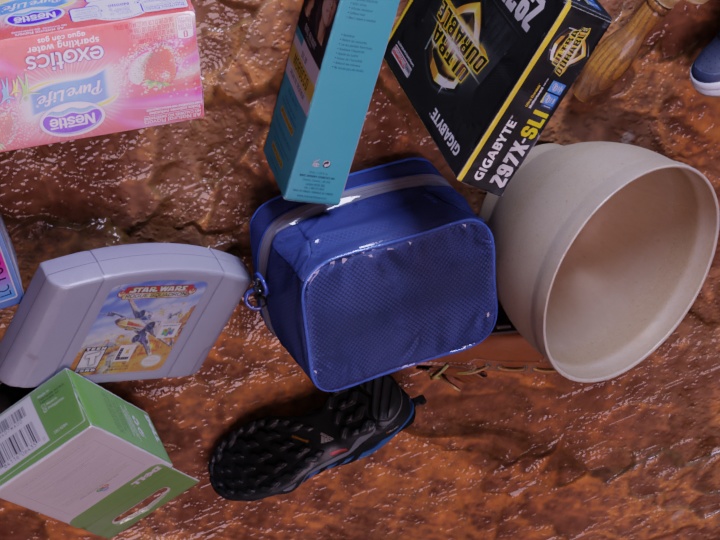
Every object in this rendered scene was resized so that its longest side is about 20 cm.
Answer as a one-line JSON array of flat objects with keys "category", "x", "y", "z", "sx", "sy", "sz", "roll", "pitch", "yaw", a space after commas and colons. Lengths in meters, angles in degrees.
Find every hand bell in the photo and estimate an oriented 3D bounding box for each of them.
[{"category": "hand bell", "x": 0.239, "y": -0.212, "z": 1.633, "sx": 0.104, "sy": 0.104, "sz": 0.200, "roll": 21, "pitch": 128, "yaw": -29}]

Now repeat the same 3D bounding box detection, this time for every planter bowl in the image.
[{"category": "planter bowl", "x": 0.183, "y": -0.026, "z": 1.676, "sx": 0.200, "sy": 0.135, "sz": 0.201, "roll": -24, "pitch": 132, "yaw": -29}]

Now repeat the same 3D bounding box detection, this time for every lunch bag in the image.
[{"category": "lunch bag", "x": 0.000, "y": 0.000, "z": 1.653, "sx": 0.199, "sy": 0.132, "sz": 0.136, "roll": -15, "pitch": 125, "yaw": -18}]

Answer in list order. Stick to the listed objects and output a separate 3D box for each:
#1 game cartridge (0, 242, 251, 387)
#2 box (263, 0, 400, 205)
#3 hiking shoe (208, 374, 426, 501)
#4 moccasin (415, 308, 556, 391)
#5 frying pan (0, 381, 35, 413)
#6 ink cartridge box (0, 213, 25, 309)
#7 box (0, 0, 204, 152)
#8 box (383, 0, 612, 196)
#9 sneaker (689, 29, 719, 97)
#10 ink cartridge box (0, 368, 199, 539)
[{"category": "game cartridge", "x": -0.188, "y": 0.035, "z": 1.631, "sx": 0.199, "sy": 0.042, "sz": 0.133, "roll": -2, "pitch": 140, "yaw": -41}, {"category": "box", "x": -0.023, "y": -0.157, "z": 1.570, "sx": 0.049, "sy": 0.082, "sz": 0.201, "roll": 5, "pitch": 121, "yaw": -20}, {"category": "hiking shoe", "x": -0.039, "y": 0.159, "z": 1.787, "sx": 0.199, "sy": 0.075, "sz": 0.087, "roll": -25, "pitch": 154, "yaw": 16}, {"category": "moccasin", "x": 0.093, "y": 0.071, "z": 1.776, "sx": 0.201, "sy": 0.074, "sz": 0.078, "roll": -4, "pitch": 117, "yaw": -26}, {"category": "frying pan", "x": -0.290, "y": 0.157, "z": 1.730, "sx": 0.114, "sy": 0.031, "sz": 0.190, "roll": 10, "pitch": 123, "yaw": -24}, {"category": "ink cartridge box", "x": -0.377, "y": -0.016, "z": 1.558, "sx": 0.199, "sy": 0.076, "sz": 0.137, "roll": -17, "pitch": 127, "yaw": -5}, {"category": "box", "x": -0.224, "y": -0.160, "z": 1.491, "sx": 0.199, "sy": 0.103, "sz": 0.095, "roll": -11, "pitch": 126, "yaw": -12}, {"category": "box", "x": 0.098, "y": -0.177, "z": 1.522, "sx": 0.049, "sy": 0.200, "sz": 0.160, "roll": 20, "pitch": 116, "yaw": -30}, {"category": "sneaker", "x": 0.342, "y": -0.234, "z": 1.642, "sx": 0.200, "sy": 0.070, "sz": 0.109, "roll": -35, "pitch": 132, "yaw": -1}, {"category": "ink cartridge box", "x": -0.229, "y": 0.158, "z": 1.683, "sx": 0.104, "sy": 0.059, "sz": 0.200, "roll": -34, "pitch": 152, "yaw": 9}]
